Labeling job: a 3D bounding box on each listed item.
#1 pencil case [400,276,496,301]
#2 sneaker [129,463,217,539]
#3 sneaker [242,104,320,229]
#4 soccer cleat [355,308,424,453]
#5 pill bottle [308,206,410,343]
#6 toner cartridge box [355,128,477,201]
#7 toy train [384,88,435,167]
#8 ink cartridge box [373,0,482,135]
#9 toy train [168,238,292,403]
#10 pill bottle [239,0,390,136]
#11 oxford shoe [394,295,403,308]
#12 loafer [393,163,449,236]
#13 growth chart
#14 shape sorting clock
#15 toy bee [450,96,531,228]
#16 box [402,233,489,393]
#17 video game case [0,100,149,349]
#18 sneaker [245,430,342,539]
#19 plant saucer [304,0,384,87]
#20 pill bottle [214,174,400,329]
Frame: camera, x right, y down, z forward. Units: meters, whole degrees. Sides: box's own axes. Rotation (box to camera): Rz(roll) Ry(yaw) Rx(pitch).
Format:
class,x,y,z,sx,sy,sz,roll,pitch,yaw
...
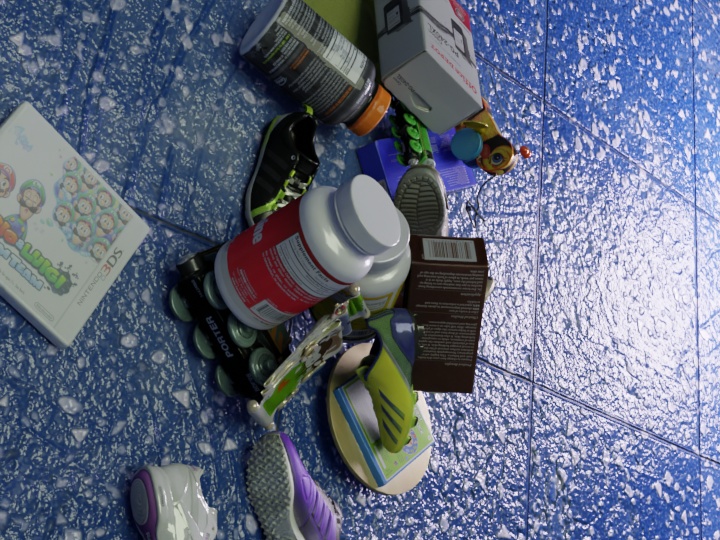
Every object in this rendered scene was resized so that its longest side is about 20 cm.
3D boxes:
class,x,y,z,sx,sy,sz,roll,pitch,yaw
pencil case,0.084,-0.001,1.527,0.198,0.078,0.090,29,55,0
sneaker,-0.186,0.306,1.223,0.099,0.074,0.203,-2,80,-44
sneaker,-0.094,-0.120,1.435,0.071,0.082,0.203,22,64,-38
soccer cleat,0.031,0.138,1.412,0.082,0.065,0.203,-4,117,-14
pill bottle,0.000,0.000,1.397,0.111,0.201,0.114,5,61,-9
toner cartridge box,0.085,-0.150,1.654,0.199,0.043,0.096,-16,90,-46
toy train,0.071,-0.209,1.609,0.056,0.042,0.202,25,36,-29
ink cartridge box,0.094,-0.317,1.608,0.145,0.083,0.202,36,38,-40
toy train,-0.144,0.058,1.340,0.202,0.084,0.114,61,36,-13
pill bottle,-0.053,-0.263,1.486,0.199,0.106,0.107,38,54,-22
oxford shoe,0.087,0.046,1.581,0.198,0.071,0.072,-12,88,-45
loafer,0.087,-0.081,1.577,0.201,0.074,0.070,82,12,-52
growth chart,-0.059,0.103,1.311,0.018,0.200,0.145,41,-2,16
shape sorting clock,0.025,0.195,1.494,0.198,0.039,0.203,21,59,-39
toy bee,0.191,-0.180,1.657,0.131,0.107,0.203,-44,117,-71
box,0.104,0.057,1.448,0.075,0.099,0.202,-90,-176,-59
video game case,-0.339,-0.050,1.211,0.200,0.024,0.183,48,49,-24
sneaker,-0.070,0.283,1.360,0.099,0.069,0.203,-19,96,-53
plant saucer,-0.025,-0.343,1.609,0.198,0.031,0.203,15,68,-42
pill bottle,-0.057,-0.022,1.254,0.112,0.199,0.113,37,37,-36
